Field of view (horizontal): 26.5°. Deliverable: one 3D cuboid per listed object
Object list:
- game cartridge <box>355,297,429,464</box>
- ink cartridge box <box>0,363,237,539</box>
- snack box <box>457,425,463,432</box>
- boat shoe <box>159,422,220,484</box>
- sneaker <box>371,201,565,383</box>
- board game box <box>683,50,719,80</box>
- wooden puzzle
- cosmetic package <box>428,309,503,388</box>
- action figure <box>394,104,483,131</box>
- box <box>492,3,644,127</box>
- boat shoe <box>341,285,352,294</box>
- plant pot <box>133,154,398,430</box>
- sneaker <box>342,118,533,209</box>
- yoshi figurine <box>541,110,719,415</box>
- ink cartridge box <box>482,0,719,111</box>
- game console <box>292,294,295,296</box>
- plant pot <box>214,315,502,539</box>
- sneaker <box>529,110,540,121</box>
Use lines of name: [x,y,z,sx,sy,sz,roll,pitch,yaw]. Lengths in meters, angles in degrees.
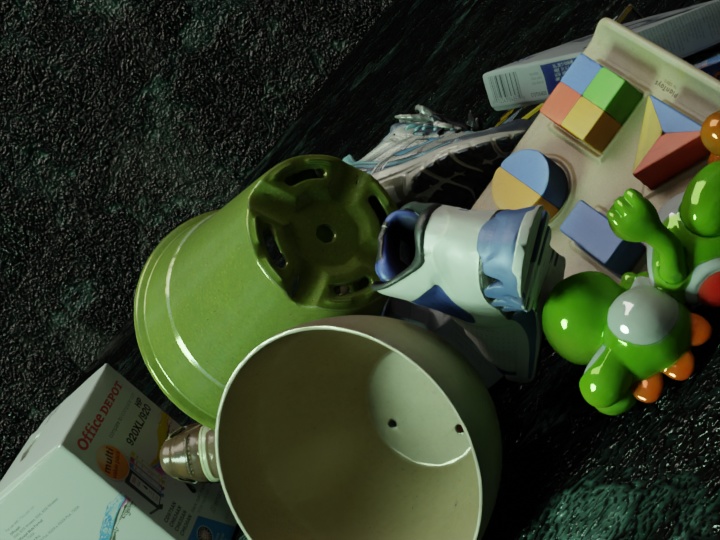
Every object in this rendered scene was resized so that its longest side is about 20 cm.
game cartridge: [0.020,0.087,1.245,0.200,0.040,0.134,114,176,-85]
ink cartridge box: [-0.239,0.228,1.501,0.145,0.200,0.147,-41,14,27]
snack box: [0.063,0.096,1.293,0.072,0.024,0.200,-42,13,22]
boat shoe: [-0.142,0.172,1.477,0.074,0.075,0.202,-11,-10,10]
sneaker: [0.072,0.001,1.031,0.200,0.115,0.081,65,-138,-64]
board game box: [0.249,-0.144,1.242,0.135,0.035,0.200,-21,7,-14]
wooden puzzle: [0.173,-0.069,1.104,0.185,0.046,0.200,42,104,44]
cosmetic package: [0.146,-0.007,1.218,0.200,0.074,0.102,-45,14,20]
action figure: [0.074,-0.113,1.594,0.200,0.102,0.120,-10,-69,-70]
box: [0.199,-0.170,1.534,0.160,0.049,0.200,-39,7,45]
boat shoe: [0.000,0.000,1.324,0.200,0.074,0.076,-47,-9,-8]
plant pot: [-0.055,0.007,1.157,0.200,0.200,0.190,-55,4,-29]
sneaker: [0.055,-0.092,1.244,0.199,0.078,0.087,-20,54,27]
yoshi figurine: [0.186,-0.007,0.990,0.200,0.112,0.112,-56,17,-3]
ink cartridge box: [0.234,-0.194,1.327,0.199,0.041,0.199,-21,9,-19]
game console: [-0.045,0.055,1.568,0.200,0.119,0.173,-39,15,32]
plant pot: [0.017,0.115,1.061,0.200,0.201,0.134,-40,-4,31]
sneaker: [0.132,-0.053,1.318,0.200,0.076,0.084,-56,21,36]
